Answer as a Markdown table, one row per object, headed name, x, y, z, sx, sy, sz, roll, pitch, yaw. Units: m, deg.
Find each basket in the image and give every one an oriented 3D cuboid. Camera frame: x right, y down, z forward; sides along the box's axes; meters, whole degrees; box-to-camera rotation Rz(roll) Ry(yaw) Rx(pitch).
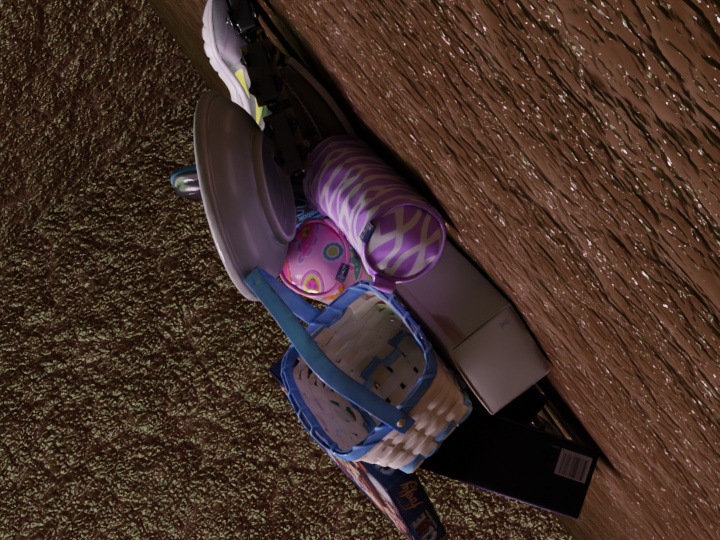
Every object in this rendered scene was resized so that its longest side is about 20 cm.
| name | x | y | z | sx | sy | sz | roll | pitch | yaw |
| --- | --- | --- | --- | --- | --- | --- | --- | --- | --- |
| basket | -0.006 | 0.086 | 1.280 | 0.200 | 0.139 | 0.176 | 43 | -175 | -39 |

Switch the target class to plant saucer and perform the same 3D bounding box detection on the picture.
| name | x | y | z | sx | sy | sz | roll | pitch | yaw |
| --- | --- | --- | --- | --- | --- | --- | --- | --- | --- |
| plant saucer | -0.099 | -0.074 | 1.343 | 0.200 | 0.050 | 0.201 | -13 | -90 | -79 |

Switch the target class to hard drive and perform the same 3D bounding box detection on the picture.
| name | x | y | z | sx | sy | sz | roll | pitch | yaw |
| --- | --- | --- | --- | --- | --- | --- | --- | --- | --- |
| hard drive | 0.102 | 0.112 | 1.472 | 0.134 | 0.042 | 0.200 | 16 | 173 | 30 |

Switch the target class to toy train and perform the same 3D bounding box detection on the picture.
| name | x | y | z | sx | sy | sz | roll | pitch | yaw |
| --- | --- | --- | --- | --- | --- | --- | --- | --- | --- |
| toy train | -0.089 | -0.178 | 1.327 | 0.046 | 0.034 | 0.201 | -113 | 4 | -89 |

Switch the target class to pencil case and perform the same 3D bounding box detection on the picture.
| name | x | y | z | sx | sy | sz | roll | pitch | yaw |
| --- | --- | --- | --- | --- | --- | --- | --- | --- | --- |
| pencil case | 0.009 | -0.055 | 1.296 | 0.084 | 0.086 | 0.200 | 15 | -162 | -24 |
| pencil case | 0.000 | 0.000 | 1.467 | 0.088 | 0.087 | 0.200 | 51 | -164 | 27 |

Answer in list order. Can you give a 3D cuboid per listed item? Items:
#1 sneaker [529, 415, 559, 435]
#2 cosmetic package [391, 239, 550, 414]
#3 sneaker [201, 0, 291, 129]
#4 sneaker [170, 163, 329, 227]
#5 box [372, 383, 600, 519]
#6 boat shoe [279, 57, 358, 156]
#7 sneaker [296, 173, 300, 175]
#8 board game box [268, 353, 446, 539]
| name | x | y | z | sx | sy | sz | roll | pitch | yaw |
| --- | --- | --- | --- | --- | --- | --- | --- | --- | --- |
| sneaker | 0.174 | 0.172 | 1.659 | 0.200 | 0.084 | 0.121 | 53 | -173 | 3 |
| cosmetic package | 0.083 | 0.032 | 1.338 | 0.105 | 0.071 | 0.200 | 55 | 177 | -39 |
| sneaker | -0.092 | -0.200 | 1.436 | 0.075 | 0.084 | 0.201 | -58 | -42 | -47 |
| sneaker | -0.100 | -0.067 | 1.495 | 0.199 | 0.082 | 0.073 | 8 | -172 | -13 |
| box | 0.120 | 0.181 | 1.470 | 0.199 | 0.079 | 0.141 | 20 | 177 | -14 |
| boat shoe | -0.032 | -0.121 | 1.409 | 0.200 | 0.059 | 0.072 | 54 | 179 | -41 |
| sneaker | -0.040 | -0.070 | 1.621 | 0.199 | 0.081 | 0.088 | 18 | 167 | -6 |
| board game box | -0.003 | 0.179 | 1.433 | 0.200 | 0.035 | 0.136 | 41 | 165 | 39 |
